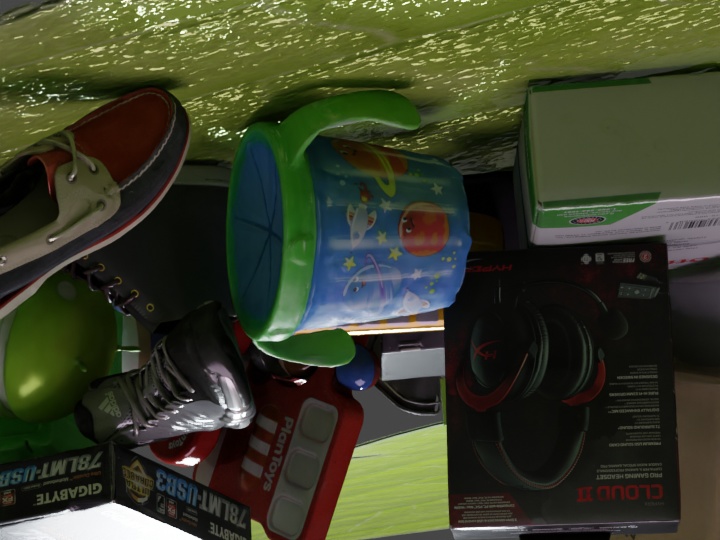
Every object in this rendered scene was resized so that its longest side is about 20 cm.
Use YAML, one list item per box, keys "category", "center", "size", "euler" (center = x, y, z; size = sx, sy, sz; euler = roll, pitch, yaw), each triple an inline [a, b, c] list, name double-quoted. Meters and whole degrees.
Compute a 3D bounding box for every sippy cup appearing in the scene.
- category: "sippy cup"
  center: [-0.005, -0.024, 1.516]
  size: [0.130, 0.140, 0.178]
  euler: [1, 165, -19]

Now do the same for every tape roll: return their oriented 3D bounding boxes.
- category: "tape roll"
  center: [0.302, -0.003, 1.703]
  size: [0.200, 0.066, 0.200]
  euler: [-18, -166, 5]

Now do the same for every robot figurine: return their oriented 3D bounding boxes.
- category: "robot figurine"
  center: [-0.255, 0.038, 1.665]
  size: [0.199, 0.116, 0.175]
  euler: [14, -163, 20]

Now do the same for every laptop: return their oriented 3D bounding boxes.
- category: "laptop"
  center: [0.103, 0.005, 1.761]
  size: [0.186, 0.201, 0.116]
  euler: [-5, -158, -1]

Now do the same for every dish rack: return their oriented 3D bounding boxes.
- category: "dish rack"
  center: [0.092, 0.060, 1.966]
  size: [0.199, 0.055, 0.153]
  euler: [1, -157, -29]

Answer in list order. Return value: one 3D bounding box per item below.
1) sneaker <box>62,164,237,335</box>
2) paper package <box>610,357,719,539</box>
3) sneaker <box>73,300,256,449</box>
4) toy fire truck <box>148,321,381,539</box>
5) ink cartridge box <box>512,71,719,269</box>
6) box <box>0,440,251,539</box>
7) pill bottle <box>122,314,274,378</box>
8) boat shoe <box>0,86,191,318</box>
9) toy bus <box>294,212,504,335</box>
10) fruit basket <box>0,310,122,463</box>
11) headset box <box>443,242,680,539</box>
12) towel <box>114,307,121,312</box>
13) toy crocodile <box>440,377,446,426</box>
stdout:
- category: "sneaker"
  center: [-0.176, -0.009, 1.588]
  size: [0.199, 0.107, 0.075]
  euler: [-4, 167, -5]
- category: "paper package"
  center: [0.215, 0.163, 1.711]
  size: [0.103, 0.201, 0.190]
  euler: [2, -175, -40]
- category: "sneaker"
  center: [-0.130, 0.081, 1.575]
  size: [0.115, 0.075, 0.200]
  euler: [-16, 165, -5]
- category: "toy fire truck"
  center: [-0.055, 0.094, 1.809]
  size: [0.112, 0.201, 0.168]
  euler: [20, 180, -44]
- category: "ink cartridge box"
  center: [0.175, -0.058, 1.568]
  size: [0.146, 0.083, 0.200]
  euler: [-5, 167, -1]
- category: "box"
  center: [-0.206, 0.178, 1.688]
  size: [0.198, 0.050, 0.200]
  euler: [-11, 159, 23]
- category: "pill bottle"
  center: [-0.122, 0.070, 1.940]
  size: [0.199, 0.111, 0.111]
  euler: [2, 165, -30]
- category: "boat shoe"
  center: [-0.180, -0.042, 1.392]
  size: [0.200, 0.071, 0.063]
  euler: [-40, 149, -14]
- category: "toy bus"
  center: [0.000, 0.000, 1.659]
  size: [0.199, 0.079, 0.065]
  euler: [-4, -160, 4]
- category: "fruit basket"
  center: [-0.249, 0.103, 1.829]
  size: [0.155, 0.217, 0.216]
  euler: [-8, 167, 11]
- category: "headset box"
  center: [0.129, 0.089, 1.561]
  size: [0.148, 0.201, 0.075]
  euler: [-2, 168, 6]
- category: "towel"
  center: [-0.094, -0.011, 1.745]
  size: [0.199, 0.049, 0.112]
  euler: [-6, 166, 3]
- category: "toy crocodile"
  center: [0.130, 0.081, 1.680]
  size: [0.200, 0.068, 0.062]
  euler: [-7, 171, 42]
